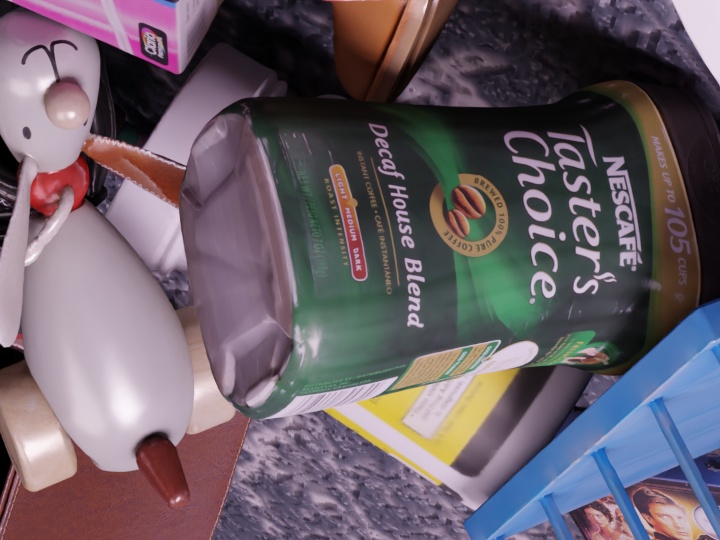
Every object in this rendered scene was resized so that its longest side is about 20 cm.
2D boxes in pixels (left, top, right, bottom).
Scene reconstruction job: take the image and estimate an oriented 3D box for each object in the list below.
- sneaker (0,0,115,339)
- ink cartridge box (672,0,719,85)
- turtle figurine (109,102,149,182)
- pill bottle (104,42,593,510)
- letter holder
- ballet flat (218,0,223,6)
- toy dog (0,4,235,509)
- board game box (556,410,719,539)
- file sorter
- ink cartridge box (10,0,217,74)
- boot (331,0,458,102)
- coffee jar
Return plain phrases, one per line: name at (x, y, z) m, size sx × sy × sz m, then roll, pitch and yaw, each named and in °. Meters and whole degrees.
sneaker at (-0.138, -0.039, 0.895) m, size 0.070 × 0.098 × 0.202 m, roll -2°, pitch 131°, yaw -12°
ink cartridge box at (0.150, -0.122, 0.509) m, size 0.083 × 0.201 × 0.145 m, roll -1°, pitch 136°, yaw 44°
turtle figurine at (-0.170, -0.085, 0.973) m, size 0.149 × 0.101 × 0.200 m, roll -32°, pitch 121°, yaw 18°
pill bottle at (0.000, 0.000, 0.913) m, size 0.199 × 0.115 × 0.114 m, roll 34°, pitch 150°, yaw -1°
letter holder at (-0.152, 0.095, 1.080) m, size 0.100 × 0.143 × 0.200 m, roll 17°, pitch -179°, yaw 26°
ballet flat at (-0.122, -0.174, 0.832) m, size 0.200 × 0.070 × 0.069 m, roll 44°, pitch 148°, yaw -8°
toy dog at (-0.097, 0.012, 0.814) m, size 0.096 × 0.132 × 0.200 m, roll 45°, pitch 171°, yaw 48°
board game box at (0.192, 0.127, 0.989) m, size 0.199 × 0.035 × 0.136 m, roll 3°, pitch 138°, yaw 41°
file sorter at (0.155, 0.088, 0.812) m, size 0.123 × 0.138 × 0.200 m, roll 63°, pitch 150°, yaw 16°
ink cartridge box at (-0.141, -0.138, 0.739) m, size 0.199 × 0.037 × 0.095 m, roll 26°, pitch 158°, yaw 8°
boot at (-0.033, -0.151, 0.754) m, size 0.154 × 0.077 × 0.201 m, roll 20°, pitch 142°, yaw 12°
coffee jar at (0.042, -0.011, 0.775) m, size 0.085 × 0.198 × 0.105 m, roll -38°, pitch 62°, yaw 57°
